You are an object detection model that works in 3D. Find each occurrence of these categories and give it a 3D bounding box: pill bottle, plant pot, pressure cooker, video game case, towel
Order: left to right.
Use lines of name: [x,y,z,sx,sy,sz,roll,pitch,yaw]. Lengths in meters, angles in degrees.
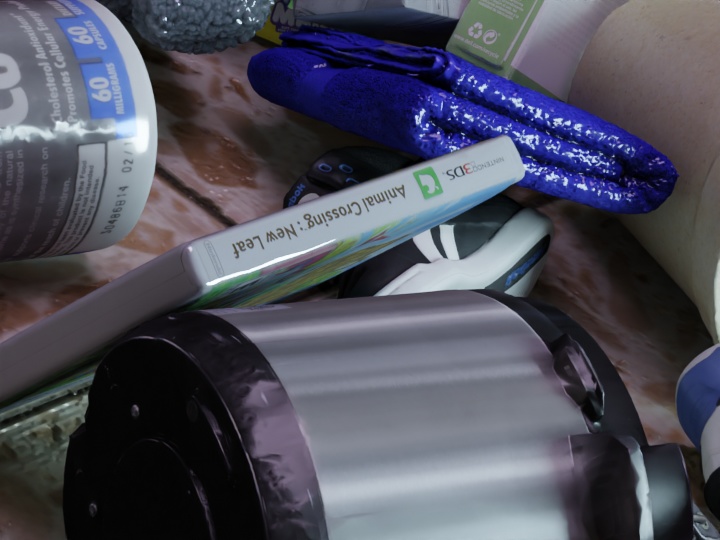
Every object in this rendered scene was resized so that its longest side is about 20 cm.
pill bottle: [-0.196,-0.055,1.101,0.199,0.114,0.114,-8,41,-37]
video game case: [-0.059,0.008,1.024,0.182,0.200,0.022,-21,85,-45]
pressure cooker: [0.014,0.093,0.929,0.199,0.179,0.176,-5,36,-32]
towel: [0.047,-0.076,1.238,0.147,0.050,0.200,14,6,-26]
plant pot: [0.200,-0.054,1.268,0.199,0.202,0.183,-3,26,-31]

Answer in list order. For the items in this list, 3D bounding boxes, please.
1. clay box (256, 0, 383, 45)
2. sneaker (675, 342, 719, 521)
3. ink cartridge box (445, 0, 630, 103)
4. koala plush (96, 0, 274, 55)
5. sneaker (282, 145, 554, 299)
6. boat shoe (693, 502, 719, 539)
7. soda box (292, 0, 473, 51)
clay box: [-0.028,-0.173,1.434,0.114,0.048,0.200,23,33,2]
sneaker: [0.232,0.105,1.134,0.198,0.081,0.115,12,36,0]
ink cartridge box: [0.138,-0.169,1.330,0.048,0.201,0.145,30,3,33]
koala plush: [-0.169,-0.183,1.269,0.199,0.179,0.184,-8,3,-27]
sneaker: [0.000,0.000,1.174,0.111,0.073,0.200,27,24,18]
boat shoe: [0.105,0.106,1.064,0.200,0.065,0.072,36,34,23]
soda box: [0.043,-0.151,1.344,0.068,0.064,0.200,-3,-4,30]
